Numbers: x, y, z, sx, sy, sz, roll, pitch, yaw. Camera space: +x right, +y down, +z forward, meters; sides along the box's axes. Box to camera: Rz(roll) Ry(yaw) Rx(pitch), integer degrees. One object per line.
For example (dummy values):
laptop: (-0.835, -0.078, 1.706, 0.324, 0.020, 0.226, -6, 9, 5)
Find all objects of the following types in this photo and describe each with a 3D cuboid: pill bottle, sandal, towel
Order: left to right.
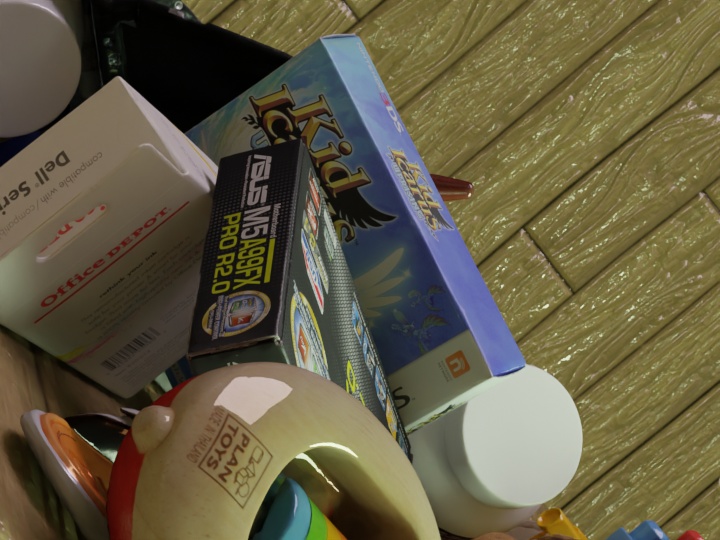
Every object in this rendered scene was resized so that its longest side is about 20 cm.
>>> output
pill bottle: (-0.222, -0.155, 1.348, 0.111, 0.111, 0.200, 49, 3, -33)
towel: (-0.177, -0.116, 1.467, 0.147, 0.024, 0.202, -122, -155, -70)
sandal: (-0.073, 0.101, 0.993, 0.079, 0.059, 0.207, 53, 4, 38)
pill bottle: (0.053, 0.115, 1.452, 0.113, 0.113, 0.200, 50, -27, -10)

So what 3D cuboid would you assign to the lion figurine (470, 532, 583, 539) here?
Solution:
lion figurine: (0.092, 0.165, 1.165, 0.122, 0.073, 0.200, 44, 3, 34)

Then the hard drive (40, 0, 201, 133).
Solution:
hard drive: (-0.208, -0.177, 1.536, 0.200, 0.140, 0.038, 48, -10, -30)

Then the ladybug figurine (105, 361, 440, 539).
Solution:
ladybug figurine: (-0.038, 0.113, 0.918, 0.072, 0.136, 0.200, 5, -37, 40)

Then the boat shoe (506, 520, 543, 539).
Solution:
boat shoe: (0.091, 0.206, 1.534, 0.199, 0.072, 0.060, 12, -34, 38)

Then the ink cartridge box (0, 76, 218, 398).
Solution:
ink cartridge box: (-0.123, -0.018, 1.121, 0.067, 0.117, 0.200, 54, 4, 23)

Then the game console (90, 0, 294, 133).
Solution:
game console: (-0.096, -0.126, 1.361, 0.201, 0.115, 0.177, 92, -11, -59)

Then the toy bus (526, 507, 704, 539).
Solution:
toy bus: (0.140, 0.233, 1.354, 0.136, 0.192, 0.200, 51, 4, -28)

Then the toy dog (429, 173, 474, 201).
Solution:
toy dog: (0.000, 0.000, 1.302, 0.096, 0.201, 0.132, 20, 32, 10)

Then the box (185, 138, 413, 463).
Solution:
box: (-0.023, 0.065, 1.082, 0.161, 0.044, 0.201, -86, 160, -56)

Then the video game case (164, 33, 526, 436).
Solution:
video game case: (-0.034, 0.006, 1.233, 0.045, 0.181, 0.201, -12, 72, -61)

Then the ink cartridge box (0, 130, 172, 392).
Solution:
ink cartridge box: (-0.155, -0.011, 1.329, 0.200, 0.039, 0.100, 49, 5, -30)
